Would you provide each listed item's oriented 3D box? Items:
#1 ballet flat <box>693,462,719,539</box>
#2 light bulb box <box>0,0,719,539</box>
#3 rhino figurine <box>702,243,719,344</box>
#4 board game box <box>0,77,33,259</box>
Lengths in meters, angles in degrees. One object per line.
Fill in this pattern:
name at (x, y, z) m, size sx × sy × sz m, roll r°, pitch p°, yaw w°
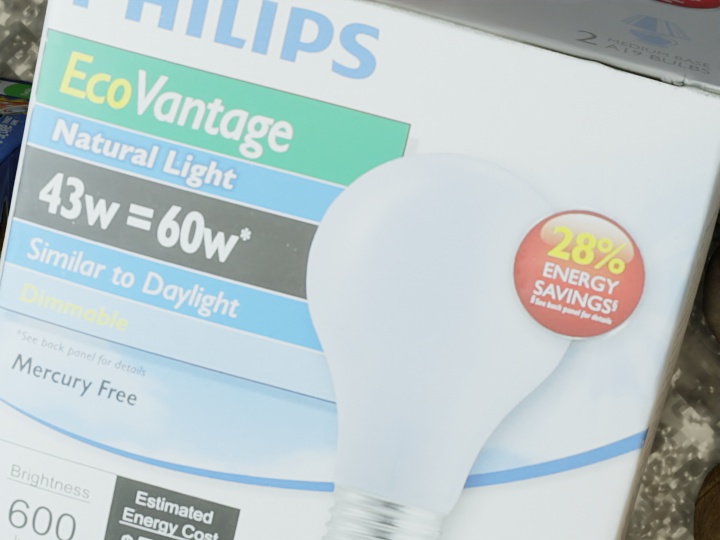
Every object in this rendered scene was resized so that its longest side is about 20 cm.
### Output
ballet flat at (0.140, 0.156, 0.908) m, size 0.068 × 0.072 × 0.201 m, roll -3°, pitch 107°, yaw 12°
light bulb box at (0.000, 0.000, 0.855) m, size 0.198 × 0.125 × 0.201 m, roll 14°, pitch 110°, yaw 5°
rhino figurine at (0.165, -0.048, 0.829) m, size 0.060 × 0.087 × 0.200 m, roll 33°, pitch 108°, yaw 2°
board game box at (-0.131, 0.052, 0.889) m, size 0.034 × 0.135 × 0.201 m, roll 10°, pitch 108°, yaw 6°
